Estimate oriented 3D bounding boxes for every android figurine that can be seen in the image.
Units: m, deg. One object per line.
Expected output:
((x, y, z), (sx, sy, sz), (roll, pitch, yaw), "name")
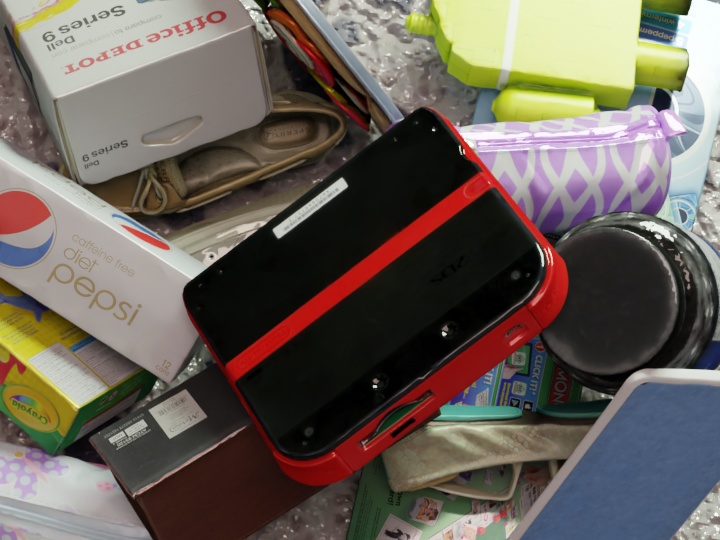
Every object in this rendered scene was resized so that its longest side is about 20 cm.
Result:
((0.132, -0.181, 1.284), (0.199, 0.041, 0.183), (7, 69, 1), "android figurine")

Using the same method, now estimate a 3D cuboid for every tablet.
((0.166, 0.130, 1.119), (0.130, 0.200, 0.014), (5, 42, -32), "tablet")

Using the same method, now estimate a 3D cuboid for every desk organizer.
((-0.055, 0.096, 1.124), (0.200, 0.077, 0.072), (-31, 36, -15), "desk organizer")

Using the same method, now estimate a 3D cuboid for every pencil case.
((0.106, -0.067, 1.193), (0.199, 0.086, 0.084), (-5, 47, -23), "pencil case")
((-0.201, 0.152, 1.157), (0.199, 0.091, 0.083), (12, 72, 0), "pencil case")

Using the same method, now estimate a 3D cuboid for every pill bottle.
((0.170, 0.021, 1.131), (0.111, 0.200, 0.112), (-1, 87, 19), "pill bottle")

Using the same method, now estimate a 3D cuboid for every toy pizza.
((-0.039, -0.162, 1.235), (0.032, 0.200, 0.200), (-39, 75, 3), "toy pizza")

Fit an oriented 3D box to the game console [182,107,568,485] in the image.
((0.006, 0.014, 1.072), (0.200, 0.031, 0.177), (-37, 49, 1), "game console")

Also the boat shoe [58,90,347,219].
((-0.109, -0.080, 1.256), (0.200, 0.063, 0.074), (-12, 96, -12), "boat shoe")

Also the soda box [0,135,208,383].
((-0.183, -0.012, 1.165), (0.200, 0.064, 0.068), (32, 98, 0), "soda box")

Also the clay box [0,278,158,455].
((-0.233, 0.023, 1.197), (0.200, 0.048, 0.115), (38, 30, 12), "clay box")

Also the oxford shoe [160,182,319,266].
((-0.074, -0.015, 1.246), (0.199, 0.075, 0.058), (-23, 98, -15), "oxford shoe")

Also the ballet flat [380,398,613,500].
((0.111, 0.116, 1.184), (0.199, 0.067, 0.063), (-1, 95, 0), "ballet flat")

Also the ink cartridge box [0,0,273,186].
((-0.164, -0.166, 1.247), (0.145, 0.088, 0.200), (-22, 49, -11), "ink cartridge box")

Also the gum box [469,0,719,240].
((0.169, -0.115, 1.306), (0.169, 0.045, 0.201), (17, 70, 3), "gum box")

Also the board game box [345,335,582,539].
((0.070, 0.128, 1.216), (0.134, 0.029, 0.201), (14, 69, 1), "board game box")
